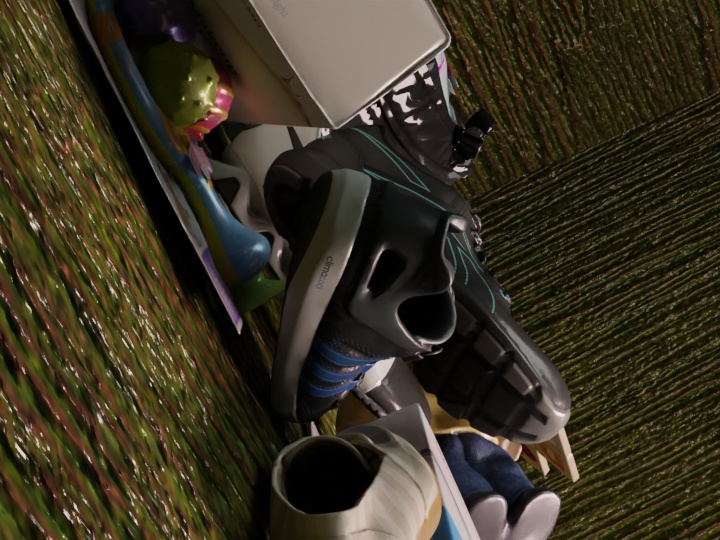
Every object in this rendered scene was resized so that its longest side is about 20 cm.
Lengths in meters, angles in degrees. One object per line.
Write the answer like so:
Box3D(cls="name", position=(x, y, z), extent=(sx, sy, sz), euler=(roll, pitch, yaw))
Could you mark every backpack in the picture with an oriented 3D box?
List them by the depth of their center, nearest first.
Box3D(cls="backpack", position=(-0.025, -0.117, 1.023), extent=(0.127, 0.166, 0.201), euler=(50, -12, 38))

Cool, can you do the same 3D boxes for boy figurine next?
Box3D(cls="boy figurine", position=(0.033, 0.097, 1.025), extent=(0.200, 0.123, 0.065), euler=(45, -54, 46))

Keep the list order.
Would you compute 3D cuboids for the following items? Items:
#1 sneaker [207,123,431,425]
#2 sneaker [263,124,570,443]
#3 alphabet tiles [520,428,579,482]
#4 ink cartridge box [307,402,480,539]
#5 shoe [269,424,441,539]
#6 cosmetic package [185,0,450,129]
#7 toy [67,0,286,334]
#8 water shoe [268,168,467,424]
Box3D(cls="sneaker", position=(0.000, 0.000, 0.939), extent=(0.201, 0.088, 0.074), euler=(58, -2, -12))
Box3D(cls="sneaker", position=(0.041, -0.001, 0.863), extent=(0.200, 0.079, 0.076), euler=(47, -37, 13))
Box3D(cls="alphabet tiles", position=(0.063, 0.048, 1.031), extent=(0.166, 0.006, 0.201), euler=(39, -16, 34))
Box3D(cls="ink cartridge box", position=(0.027, 0.148, 0.865), extent=(0.200, 0.066, 0.117), euler=(-103, 169, -69))
Box3D(cls="shoe", position=(-0.003, 0.096, 0.724), extent=(0.200, 0.069, 0.054), euler=(-82, 157, -78))
Box3D(cls="cosmetic package", position=(-0.046, -0.130, 0.816), extent=(0.104, 0.073, 0.200), euler=(57, -14, -16))
Box3D(cls="toy", position=(-0.081, -0.076, 0.785), extent=(0.115, 0.047, 0.202), euler=(-94, 162, -83))
Box3D(cls="water shoe", position=(0.003, 0.028, 0.799), extent=(0.200, 0.078, 0.072), euler=(101, 6, -64))
